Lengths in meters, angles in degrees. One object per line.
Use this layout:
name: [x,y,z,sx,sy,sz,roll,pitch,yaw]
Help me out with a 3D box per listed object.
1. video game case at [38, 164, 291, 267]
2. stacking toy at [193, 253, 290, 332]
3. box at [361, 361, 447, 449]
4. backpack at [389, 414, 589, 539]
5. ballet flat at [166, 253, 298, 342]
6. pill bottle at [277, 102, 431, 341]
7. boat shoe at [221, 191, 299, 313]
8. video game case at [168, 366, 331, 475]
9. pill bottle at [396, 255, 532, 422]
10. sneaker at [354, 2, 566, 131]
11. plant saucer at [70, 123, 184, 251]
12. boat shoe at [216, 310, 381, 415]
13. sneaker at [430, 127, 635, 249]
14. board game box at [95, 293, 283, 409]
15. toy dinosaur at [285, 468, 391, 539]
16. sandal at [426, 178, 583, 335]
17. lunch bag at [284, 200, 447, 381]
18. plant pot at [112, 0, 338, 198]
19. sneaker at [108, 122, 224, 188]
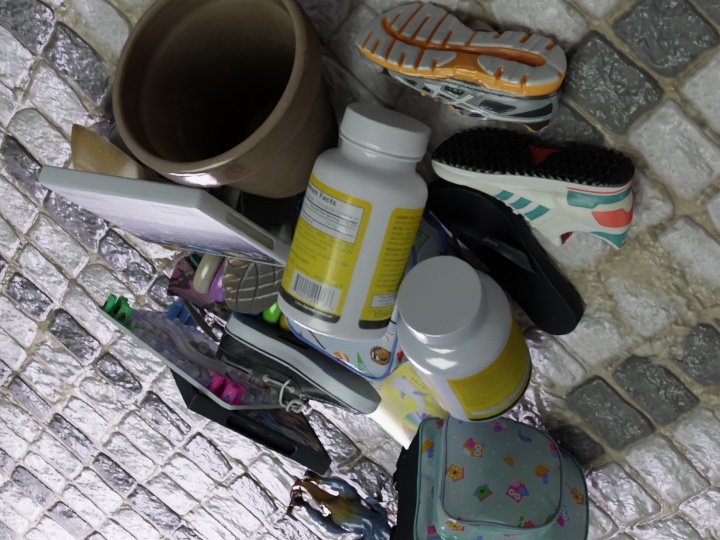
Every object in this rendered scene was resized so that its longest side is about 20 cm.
video game case: [-0.185,-0.053,1.480,0.198,0.024,0.182,10,167,31]
stacking toy: [-0.082,0.031,1.675,0.199,0.086,0.086,30,144,2]
box: [0.057,0.125,1.667,0.117,0.048,0.200,40,142,-1]
backpack: [0.146,0.247,1.599,0.198,0.177,0.154,16,138,-14]
ballet flat: [-0.139,0.059,1.743,0.199,0.069,0.072,33,100,11]
pill bottle: [-0.001,-0.046,1.396,0.110,0.111,0.202,23,107,21]
boat shoe: [-0.100,-0.045,1.585,0.074,0.074,0.201,12,125,-8]
video game case: [-0.134,0.152,1.739,0.180,0.026,0.200,30,-174,-22]
pill bottle: [0.097,0.064,1.458,0.111,0.113,0.200,21,163,24]
sneaker: [0.084,-0.170,1.307,0.199,0.079,0.078,21,150,25]
plant saucer: [-0.250,-0.081,1.662,0.200,0.036,0.200,38,169,9]
boat shoe: [-0.072,0.118,1.655,0.198,0.074,0.069,27,101,13]
sneaker: [0.153,-0.065,1.356,0.198,0.070,0.094,11,130,30]
board game box: [-0.181,0.093,1.737,0.199,0.026,0.200,35,-172,19]
toy dinosaur: [0.007,0.302,1.908,0.180,0.106,0.200,27,-178,-4]
sandal: [0.138,-0.011,1.451,0.200,0.043,0.076,45,144,-8]
lunch bag: [0.000,0.000,1.530,0.159,0.075,0.202,31,127,24]
plant pot: [-0.102,-0.149,1.400,0.199,0.202,0.175,15,166,30]
sneaker: [-0.204,-0.128,1.607,0.198,0.071,0.073,5,132,38]
